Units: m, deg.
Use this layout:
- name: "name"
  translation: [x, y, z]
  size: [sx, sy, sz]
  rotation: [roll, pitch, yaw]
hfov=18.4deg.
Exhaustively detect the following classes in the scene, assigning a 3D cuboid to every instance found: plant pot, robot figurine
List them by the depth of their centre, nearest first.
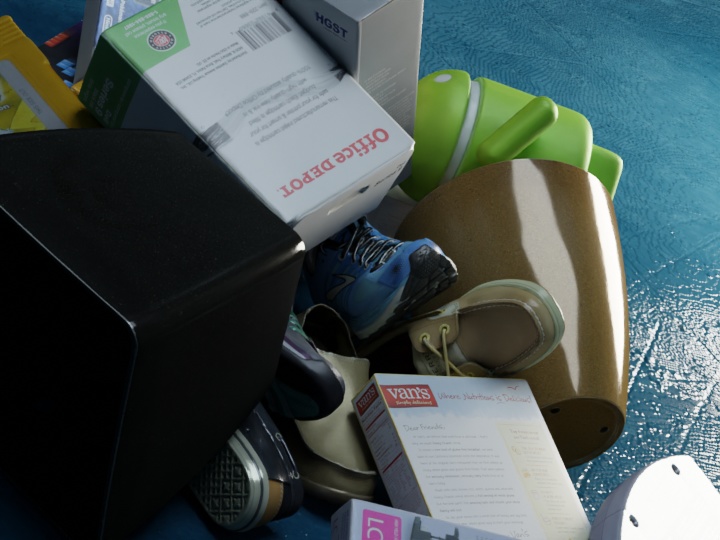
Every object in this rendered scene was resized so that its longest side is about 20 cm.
- name: "plant pot"
  translation: [-0.151, 0.024, 1.407]
  size: [0.177, 0.200, 0.199]
  rotation: [-25, 53, -39]
- name: "plant pot"
  translation: [0.135, 0.048, 1.724]
  size: [0.186, 0.187, 0.200]
  rotation: [11, 43, -28]
- name: "robot figurine"
  translation: [0.110, -0.093, 1.821]
  size: [0.200, 0.116, 0.175]
  rotation: [19, -3, -10]

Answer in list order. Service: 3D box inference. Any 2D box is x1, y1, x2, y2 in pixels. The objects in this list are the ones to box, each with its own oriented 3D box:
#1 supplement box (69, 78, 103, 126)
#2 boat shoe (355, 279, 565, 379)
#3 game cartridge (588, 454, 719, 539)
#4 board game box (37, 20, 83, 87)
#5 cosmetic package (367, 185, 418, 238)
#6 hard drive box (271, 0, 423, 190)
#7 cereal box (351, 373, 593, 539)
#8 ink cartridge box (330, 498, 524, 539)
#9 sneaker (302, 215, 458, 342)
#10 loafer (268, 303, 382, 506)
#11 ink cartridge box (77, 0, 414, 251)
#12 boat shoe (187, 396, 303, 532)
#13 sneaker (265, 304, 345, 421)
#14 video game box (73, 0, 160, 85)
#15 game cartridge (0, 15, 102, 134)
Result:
- name: "supplement box"
  translation: [-0.142, -0.060, 1.724]
  size: [0.200, 0.111, 0.086]
  rotation: [30, 26, 9]
- name: "boat shoe"
  translation: [0.064, 0.062, 1.629]
  size: [0.066, 0.200, 0.074]
  rotation: [-35, 97, -44]
- name: "game cartridge"
  translation: [0.227, 0.206, 1.587]
  size: [0.133, 0.040, 0.200]
  rotation: [56, 26, 2]
- name: "board game box"
  translation: [-0.190, -0.124, 1.866]
  size: [0.200, 0.057, 0.165]
  rotation: [28, 27, 5]
- name: "cosmetic package"
  translation: [0.045, -0.024, 1.864]
  size: [0.200, 0.083, 0.051]
  rotation: [23, 23, -8]
- name: "hard drive box"
  translation: [-0.035, -0.166, 1.715]
  size: [0.156, 0.200, 0.077]
  rotation: [35, 53, 28]
- name: "cereal box"
  translation: [0.088, 0.162, 1.537]
  size: [0.144, 0.040, 0.200]
  rotation: [5, 49, -36]
- name: "ink cartridge box"
  translation: [0.074, 0.224, 1.410]
  size: [0.200, 0.042, 0.120]
  rotation: [17, 57, -22]
- name: "sneaker"
  translation: [0.000, 0.000, 1.666]
  size: [0.078, 0.200, 0.090]
  rotation: [-33, 96, -24]
- name: "loafer"
  translation: [-0.028, 0.092, 1.590]
  size: [0.076, 0.068, 0.200]
  rotation: [12, 28, -26]
- name: "ink cartridge box"
  translation: [-0.083, -0.108, 1.615]
  size: [0.200, 0.084, 0.146]
  rotation: [47, 51, 13]
- name: "boat shoe"
  translation: [-0.100, 0.098, 1.512]
  size: [0.062, 0.075, 0.200]
  rotation: [8, 35, -43]
- name: "sneaker"
  translation: [-0.063, 0.039, 1.563]
  size: [0.087, 0.075, 0.200]
  rotation: [-36, 36, -27]
- name: "video game box"
  translation: [-0.136, -0.217, 1.855]
  size: [0.182, 0.047, 0.201]
  rotation: [17, 63, -25]
- name: "game cartridge"
  translation: [-0.297, -0.101, 1.648]
  size: [0.176, 0.032, 0.200]
  rotation: [-29, 51, -18]
